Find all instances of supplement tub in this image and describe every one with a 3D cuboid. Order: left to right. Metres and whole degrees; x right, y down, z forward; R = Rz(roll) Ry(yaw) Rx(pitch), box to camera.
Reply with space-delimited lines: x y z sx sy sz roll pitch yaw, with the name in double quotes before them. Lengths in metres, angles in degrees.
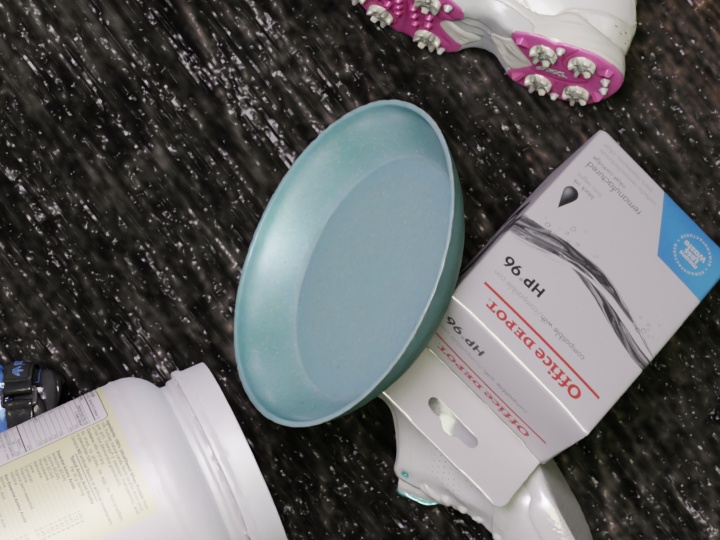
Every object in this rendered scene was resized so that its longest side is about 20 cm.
"supplement tub" -0.153 0.148 1.348 0.200 0.145 0.145 -24 91 -8

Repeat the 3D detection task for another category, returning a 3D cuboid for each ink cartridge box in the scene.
"ink cartridge box" 0.113 0.028 1.419 0.116 0.068 0.200 44 61 -2

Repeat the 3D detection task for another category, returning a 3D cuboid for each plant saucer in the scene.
"plant saucer" 0.000 0.000 1.407 0.036 0.200 0.201 23 88 -34

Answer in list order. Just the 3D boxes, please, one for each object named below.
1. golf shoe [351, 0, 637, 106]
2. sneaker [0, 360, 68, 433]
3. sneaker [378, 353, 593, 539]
"golf shoe" 0.075 -0.174 1.466 0.200 0.075 0.092 24 68 -2
"sneaker" -0.233 0.058 1.431 0.111 0.077 0.201 -19 95 2
"sneaker" 0.067 0.124 1.462 0.088 0.075 0.200 -34 86 9
